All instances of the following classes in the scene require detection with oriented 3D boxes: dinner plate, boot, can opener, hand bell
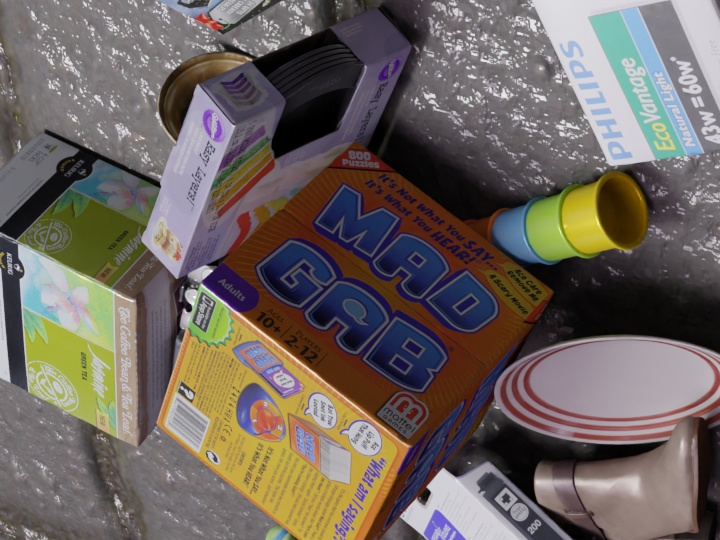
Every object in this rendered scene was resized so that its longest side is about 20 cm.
[{"bbox_3d":[0.204,0.088,1.595,0.199,0.024,0.200,3,153,1],"label":"dinner plate"},{"bbox_3d":[0.216,0.177,1.679,0.145,0.070,0.201,8,140,19],"label":"boot"},{"bbox_3d":[-0.134,0.065,1.820,0.052,0.067,0.201,24,129,14],"label":"can opener"},{"bbox_3d":[-0.115,-0.083,1.715,0.104,0.104,0.200,28,152,13],"label":"hand bell"}]

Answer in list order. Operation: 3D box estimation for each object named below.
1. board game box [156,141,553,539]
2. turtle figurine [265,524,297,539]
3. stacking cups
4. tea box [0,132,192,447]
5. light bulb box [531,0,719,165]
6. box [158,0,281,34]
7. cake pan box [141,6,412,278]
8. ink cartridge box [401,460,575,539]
[{"bbox_3d":[-0.008,0.069,1.591,0.199,0.200,0.200,38,142,11],"label":"board game box"},{"bbox_3d":[-0.034,0.347,1.996,0.193,0.201,0.144,33,175,2],"label":"turtle figurine"},{"bbox_3d":[0.129,-0.023,1.576,0.199,0.061,0.061,-18,114,46],"label":"stacking cups"},{"bbox_3d":[-0.246,0.018,1.854,0.196,0.134,0.201,24,138,18],"label":"tea box"},{"bbox_3d":[0.205,-0.203,1.239,0.124,0.200,0.199,-5,124,41],"label":"light bulb box"},{"bbox_3d":[-0.095,-0.251,1.509,0.137,0.040,0.200,25,150,-33],"label":"box"},{"bbox_3d":[-0.064,-0.100,1.556,0.052,0.184,0.200,47,141,17],"label":"cake pan box"},{"bbox_3d":[0.119,0.237,1.792,0.200,0.043,0.198,42,160,10],"label":"ink cartridge box"}]
